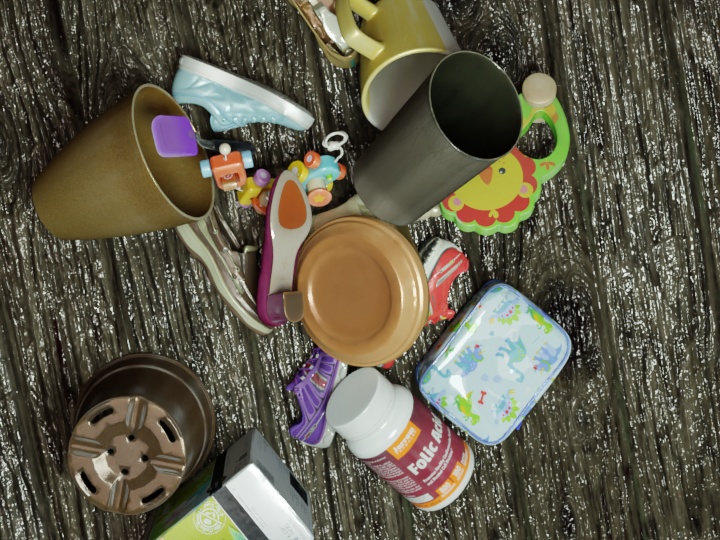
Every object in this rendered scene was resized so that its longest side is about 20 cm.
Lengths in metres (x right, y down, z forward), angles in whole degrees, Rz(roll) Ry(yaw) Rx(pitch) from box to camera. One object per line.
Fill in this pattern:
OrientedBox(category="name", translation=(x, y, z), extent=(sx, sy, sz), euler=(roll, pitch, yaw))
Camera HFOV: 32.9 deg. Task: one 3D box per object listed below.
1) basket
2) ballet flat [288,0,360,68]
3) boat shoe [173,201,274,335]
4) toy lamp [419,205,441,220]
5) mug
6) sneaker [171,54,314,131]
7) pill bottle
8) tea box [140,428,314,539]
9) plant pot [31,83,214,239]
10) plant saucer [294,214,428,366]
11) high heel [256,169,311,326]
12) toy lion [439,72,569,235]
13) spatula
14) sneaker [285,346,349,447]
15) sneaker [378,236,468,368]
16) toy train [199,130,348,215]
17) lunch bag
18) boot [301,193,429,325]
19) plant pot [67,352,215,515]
OrientedBox(category="basket", translation=(0.089, -0.155, 1.539), extent=(0.136, 0.200, 0.181), euler=(38, 47, -10))
OrientedBox(category="ballet flat", translation=(-0.057, -0.365, 1.643), extent=(0.068, 0.063, 0.201), euler=(-35, 96, 1))
OrientedBox(category="boat shoe", translation=(-0.168, -0.008, 1.655), extent=(0.075, 0.075, 0.203), euler=(-36, 96, 13))
OrientedBox(category="toy lamp", translation=(0.134, -0.093, 1.682), extent=(0.198, 0.058, 0.059), euler=(-18, 96, -3))
OrientedBox(category="mug", translation=(0.059, -0.295, 1.593), extent=(0.148, 0.187, 0.154), euler=(-15, 52, 5))
OrientedBox(category="sneaker", translation=(-0.162, -0.219, 1.650), extent=(0.198, 0.074, 0.083), euler=(24, 101, 3))
OrientedBox(category="pill bottle", translation=(0.053, 0.225, 1.644), extent=(0.114, 0.114, 0.200), euler=(-47, 118, 1))
OrientedBox(category="tea box", translation=(-0.177, 0.340, 1.625), extent=(0.196, 0.200, 0.134), euler=(-40, 96, 0))
OrientedBox(category="plant pot", translation=(-0.324, -0.120, 1.599), extent=(0.198, 0.186, 0.188), euler=(-20, 96, 18))
OrientedBox(category="plant saucer", translation=(-0.007, 0.030, 1.590), extent=(0.198, 0.037, 0.202), euler=(6, 102, 29))
OrientedBox(category="high heel", translation=(-0.114, -0.028, 1.601), extent=(0.067, 0.096, 0.202), euler=(5, 84, -33))
OrientedBox(category="toy lion", translation=(0.190, -0.148, 1.641), extent=(0.198, 0.069, 0.193), euler=(-16, 73, -1))
OrientedBox(category="spatula", translation=(-0.200, -0.168, 1.601), extent=(0.020, 0.199, 0.057), euler=(-22, 78, 28))
OrientedBox(category="sneaker", translation=(-0.058, 0.144, 1.680), extent=(0.083, 0.081, 0.202), euler=(11, 95, 1))
OrientedBox(category="sneaker", translation=(0.086, 0.055, 1.685), extent=(0.084, 0.077, 0.201), euler=(29, 95, -15))
OrientedBox(category="toy train", translation=(-0.108, -0.121, 1.619), extent=(0.198, 0.151, 0.056), euler=(-11, 66, -7))
OrientedBox(category="lunch bag", translation=(0.185, 0.130, 1.691), extent=(0.160, 0.082, 0.201), euler=(37, 92, -5))
OrientedBox(category="boot", translation=(0.000, 0.000, 1.641), extent=(0.154, 0.073, 0.202), euler=(-21, 84, 25))
OrientedBox(category="plant pot", translation=(-0.297, 0.223, 1.610), extent=(0.198, 0.198, 0.203), euler=(0, 95, -3))
